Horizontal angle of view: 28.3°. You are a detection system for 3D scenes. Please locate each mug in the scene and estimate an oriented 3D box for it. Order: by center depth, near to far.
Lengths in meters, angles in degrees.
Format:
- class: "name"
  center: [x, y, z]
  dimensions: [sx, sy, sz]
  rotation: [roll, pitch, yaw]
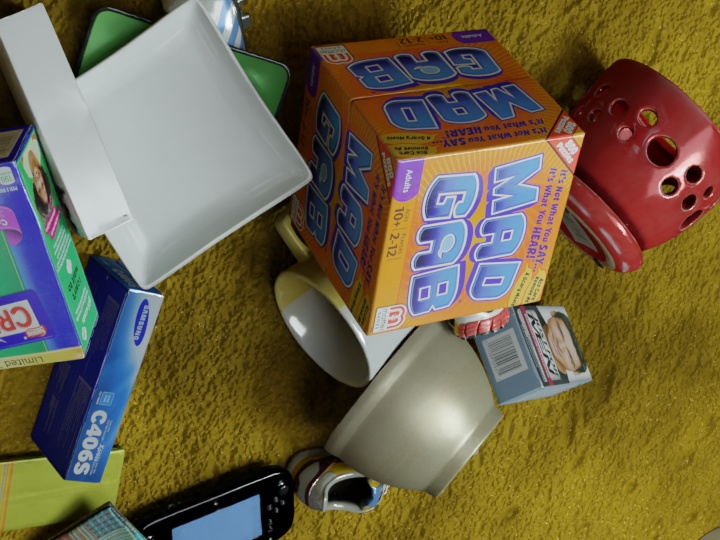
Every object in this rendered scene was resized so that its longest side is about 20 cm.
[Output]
- class: "mug"
  center: [0.007, 0.007, 1.527]
  dimensions: [0.153, 0.149, 0.188]
  rotation: [-39, 135, -24]

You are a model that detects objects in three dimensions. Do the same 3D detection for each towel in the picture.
- class: "towel"
  center: [-0.338, 0.225, 1.459]
  dimensions: [0.198, 0.018, 0.087]
  rotation: [-2, 117, -36]
- class: "towel"
  center: [-0.272, 0.343, 1.529]
  dimensions: [0.146, 0.022, 0.201]
  rotation: [-32, 128, 2]

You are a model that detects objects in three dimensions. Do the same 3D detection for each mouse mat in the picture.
- class: "mouse mat"
  center: [-0.179, -0.149, 1.355]
  dimensions: [0.198, 0.008, 0.162]
  rotation: [16, 111, -18]

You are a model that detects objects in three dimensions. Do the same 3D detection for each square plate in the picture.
- class: "square plate"
  center: [-0.177, -0.117, 1.331]
  dimensions: [0.197, 0.028, 0.201]
  rotation: [-32, 103, 6]

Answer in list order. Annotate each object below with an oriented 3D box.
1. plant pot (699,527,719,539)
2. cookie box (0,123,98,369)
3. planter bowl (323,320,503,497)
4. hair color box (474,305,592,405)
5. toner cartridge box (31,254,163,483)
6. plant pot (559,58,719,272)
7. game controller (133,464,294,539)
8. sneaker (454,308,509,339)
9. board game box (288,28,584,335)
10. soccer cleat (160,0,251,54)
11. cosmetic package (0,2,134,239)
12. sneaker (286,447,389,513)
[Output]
- class: "plant pot"
  center: [0.575, 0.508, 2.157]
  dimensions: [0.198, 0.134, 0.203]
  rotation: [-15, 119, -29]
- class: "cookie box"
  center: [-0.341, -0.012, 1.257]
  dimensions: [0.169, 0.076, 0.202]
  rotation: [-8, 121, 9]
- class: "planter bowl"
  center: [0.072, 0.164, 1.580]
  dimensions: [0.201, 0.134, 0.200]
  rotation: [-49, 174, -7]
- class: "hair color box"
  center: [0.202, 0.097, 1.671]
  dimensions: [0.060, 0.100, 0.199]
  rotation: [-24, 169, 22]
- class: "toner cartridge box"
  center: [-0.261, 0.097, 1.404]
  dimensions: [0.043, 0.095, 0.202]
  rotation: [12, 104, -39]
- class: "plant pot"
  center: [0.307, -0.111, 1.647]
  dimensions: [0.183, 0.200, 0.201]
  rotation: [-46, 129, -6]
- class: "game controller"
  center: [-0.163, 0.287, 1.591]
  dimensions: [0.198, 0.042, 0.106]
  rotation: [-18, 119, -25]
- class: "sneaker"
  center: [0.136, -0.002, 1.593]
  dimensions: [0.077, 0.200, 0.083]
  rotation: [-14, 110, 13]
- class: "board game box"
  center: [0.065, -0.092, 1.390]
  dimensions: [0.198, 0.200, 0.202]
  rotation: [-10, 131, -24]
- class: "soccer cleat"
  center: [-0.138, -0.191, 1.388]
  dimensions: [0.085, 0.070, 0.202]
  rotation: [-20, 119, -10]
- class: "cosmetic package"
  center: [-0.267, -0.130, 1.262]
  dimensions: [0.050, 0.082, 0.202]
  rotation: [-25, 102, -18]
- class: "sneaker"
  center: [0.014, 0.243, 1.666]
  dimensions: [0.198, 0.090, 0.076]
  rotation: [-11, 117, -30]
